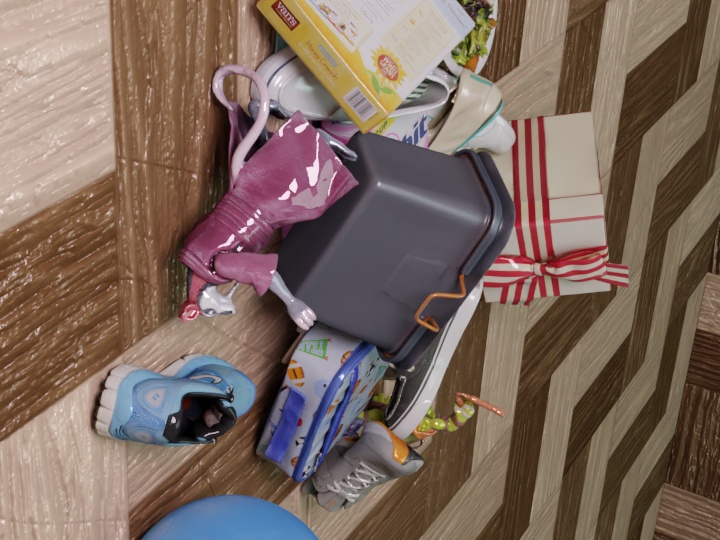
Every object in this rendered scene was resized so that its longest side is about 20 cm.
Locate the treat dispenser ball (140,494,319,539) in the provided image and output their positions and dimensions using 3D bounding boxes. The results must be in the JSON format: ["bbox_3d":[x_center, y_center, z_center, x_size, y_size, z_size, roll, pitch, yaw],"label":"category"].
[{"bbox_3d":[-0.116,0.301,1.194,0.201,0.200,0.202,-45,145,-46],"label":"treat dispenser ball"}]

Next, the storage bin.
[{"bbox_3d":[0.022,-0.019,1.192,0.134,0.146,0.200,17,124,-28],"label":"storage bin"}]

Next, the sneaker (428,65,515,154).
[{"bbox_3d":[0.107,-0.168,1.528,0.080,0.070,0.200,-57,143,4],"label":"sneaker"}]

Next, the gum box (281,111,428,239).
[{"bbox_3d":[-0.007,-0.110,1.314,0.200,0.066,0.114,-50,149,-40],"label":"gum box"}]

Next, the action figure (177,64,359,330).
[{"bbox_3d":[-0.093,-0.042,1.102,0.200,0.134,0.149,-55,136,-13],"label":"action figure"}]

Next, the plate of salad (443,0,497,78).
[{"bbox_3d":[0.119,-0.305,1.437,0.200,0.048,0.201,-9,100,-62],"label":"plate of salad"}]

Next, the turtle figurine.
[{"bbox_3d":[0.060,0.173,1.546,0.161,0.199,0.065,104,-15,-85],"label":"turtle figurine"}]

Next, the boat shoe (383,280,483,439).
[{"bbox_3d":[0.060,0.083,1.423,0.071,0.063,0.201,-106,-142,-72],"label":"boat shoe"}]

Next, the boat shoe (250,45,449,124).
[{"bbox_3d":[-0.002,-0.169,1.210,0.199,0.067,0.074,-16,127,-37],"label":"boat shoe"}]

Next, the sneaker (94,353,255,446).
[{"bbox_3d":[-0.140,0.124,1.155,0.200,0.090,0.079,-5,111,-66],"label":"sneaker"}]

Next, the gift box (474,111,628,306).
[{"bbox_3d":[0.227,-0.059,1.653,0.200,0.184,0.187,62,24,-51],"label":"gift box"}]

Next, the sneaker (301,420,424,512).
[{"bbox_3d":[-0.002,0.221,1.453,0.092,0.076,0.200,-53,-171,-22],"label":"sneaker"}]

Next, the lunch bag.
[{"bbox_3d":[-0.032,0.119,1.356,0.160,0.075,0.200,-48,164,-44],"label":"lunch bag"}]

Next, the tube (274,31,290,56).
[{"bbox_3d":[-0.011,-0.234,1.249,0.200,0.050,0.078,-16,113,-53],"label":"tube"}]

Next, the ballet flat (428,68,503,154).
[{"bbox_3d":[0.067,-0.135,1.434,0.200,0.070,0.069,-47,167,25],"label":"ballet flat"}]

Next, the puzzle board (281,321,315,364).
[{"bbox_3d":[0.000,0.000,1.368,0.200,0.017,0.151,-56,168,22],"label":"puzzle board"}]

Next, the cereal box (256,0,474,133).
[{"bbox_3d":[0.010,-0.225,1.187,0.039,0.144,0.200,-34,-170,40],"label":"cereal box"}]

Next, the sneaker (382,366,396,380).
[{"bbox_3d":[0.059,0.027,1.463,0.088,0.076,0.200,31,96,-37],"label":"sneaker"}]
